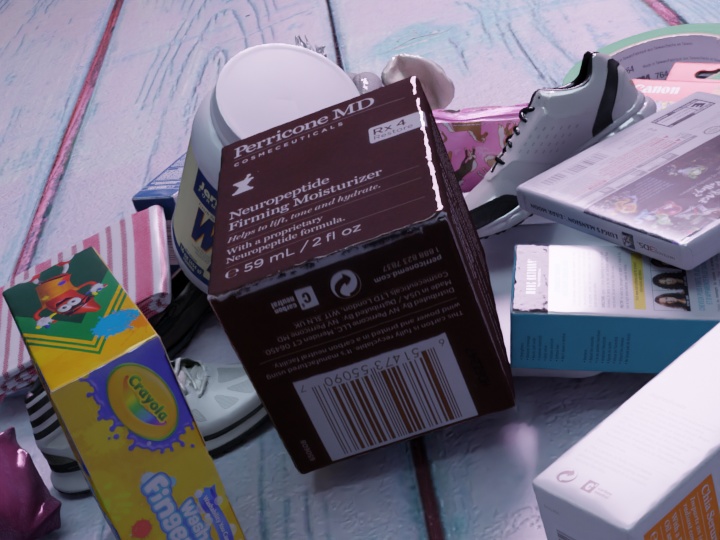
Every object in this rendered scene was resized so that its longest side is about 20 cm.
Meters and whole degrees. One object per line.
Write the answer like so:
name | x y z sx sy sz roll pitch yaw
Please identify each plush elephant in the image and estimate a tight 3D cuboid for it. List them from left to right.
plush elephant | 0.008 -0.135 1.224 0.153 0.165 0.202 9 55 -25

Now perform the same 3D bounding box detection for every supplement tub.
supplement tub | -0.079 -0.077 1.046 0.143 0.201 0.147 8 54 -12

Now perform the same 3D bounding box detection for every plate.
plate | 0.125 0.025 0.958 0.197 0.033 0.200 -3 32 31

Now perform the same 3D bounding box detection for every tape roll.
tape roll | 0.300 -0.182 1.214 0.198 0.049 0.201 -14 27 7

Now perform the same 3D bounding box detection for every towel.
towel | -0.255 0.027 1.105 0.198 0.030 0.147 -27 37 8

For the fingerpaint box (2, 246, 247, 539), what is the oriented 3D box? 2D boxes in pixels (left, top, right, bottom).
fingerpaint box | -0.146 0.109 0.789 0.073 0.202 0.167 -27 29 -15

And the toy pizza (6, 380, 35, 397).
toy pizza | -0.298 0.050 1.178 0.197 0.032 0.201 -15 28 8

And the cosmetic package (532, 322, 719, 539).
cosmetic package | 0.195 0.111 0.682 0.199 0.102 0.071 -34 32 -26

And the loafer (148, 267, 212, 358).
loafer | -0.171 0.024 1.111 0.071 0.064 0.200 7 36 42

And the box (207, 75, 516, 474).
box | 0.000 0.000 0.870 0.164 0.166 0.201 -19 33 9

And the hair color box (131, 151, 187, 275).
hair color box | -0.134 -0.080 1.241 0.060 0.101 0.200 0 32 34

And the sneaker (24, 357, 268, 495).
sneaker | -0.159 0.086 0.933 0.198 0.117 0.076 -20 27 -4

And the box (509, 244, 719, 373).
box | 0.201 0.027 0.834 0.197 0.050 0.083 2 35 9

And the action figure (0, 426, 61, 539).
action figure | -0.284 0.174 0.831 0.132 0.151 0.200 -3 16 16

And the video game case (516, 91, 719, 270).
video game case | 0.245 -0.073 0.906 0.198 0.024 0.181 -27 28 -22

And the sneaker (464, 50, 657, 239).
sneaker | 0.145 -0.103 1.022 0.199 0.080 0.074 -39 14 1

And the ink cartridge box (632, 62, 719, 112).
ink cartridge box | 0.271 -0.122 1.056 0.108 0.051 0.201 10 58 41

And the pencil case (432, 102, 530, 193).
pencil case | 0.125 -0.115 1.110 0.197 0.088 0.083 -7 10 -7
